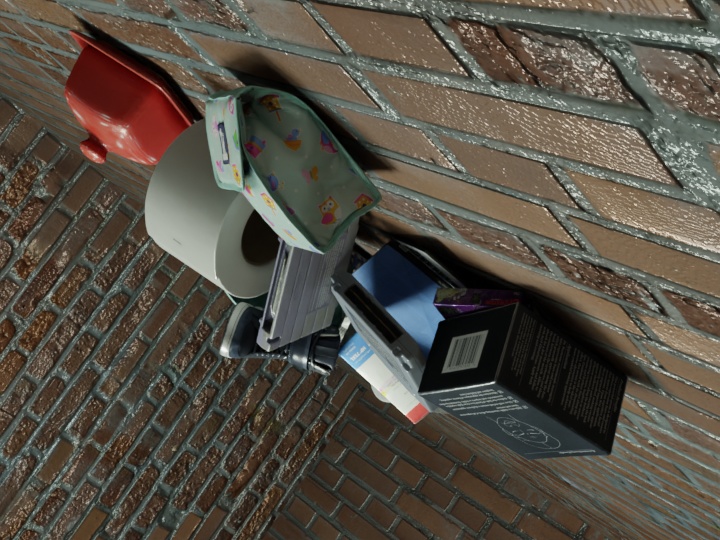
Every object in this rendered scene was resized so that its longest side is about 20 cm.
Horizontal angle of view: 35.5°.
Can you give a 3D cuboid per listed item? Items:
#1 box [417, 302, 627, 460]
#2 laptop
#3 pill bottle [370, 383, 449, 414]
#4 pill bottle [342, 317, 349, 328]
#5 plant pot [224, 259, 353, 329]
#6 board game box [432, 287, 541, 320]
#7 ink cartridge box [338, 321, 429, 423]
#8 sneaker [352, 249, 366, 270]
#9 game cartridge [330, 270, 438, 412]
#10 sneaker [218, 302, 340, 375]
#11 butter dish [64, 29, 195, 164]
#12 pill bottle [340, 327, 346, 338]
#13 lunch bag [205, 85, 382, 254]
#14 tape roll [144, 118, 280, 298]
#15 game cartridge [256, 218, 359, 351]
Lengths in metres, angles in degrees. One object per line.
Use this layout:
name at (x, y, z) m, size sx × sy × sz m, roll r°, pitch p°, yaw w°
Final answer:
box at (0.198, 0.140, 1.367) m, size 0.199 × 0.108 × 0.148 m, roll 33°, pitch 152°, yaw -26°
laptop at (0.090, 0.055, 1.504) m, size 0.187 × 0.116 × 0.200 m, roll 38°, pitch 178°, yaw -19°
pill bottle at (0.120, 0.174, 1.820) m, size 0.199 × 0.114 × 0.113 m, roll 10°, pitch -171°, yaw -37°
pill bottle at (-0.051, 0.022, 1.912) m, size 0.110 × 0.111 × 0.200 m, roll 29°, pitch 169°, yaw 40°
plant pot at (-0.092, -0.014, 1.662) m, size 0.199 × 0.135 × 0.201 m, roll 17°, pitch 143°, yaw 13°
board game box at (0.184, 0.083, 1.424) m, size 0.119 × 0.032 × 0.200 m, roll 6°, pitch 152°, yaw 34°
ink cartridge box at (0.068, 0.142, 1.658) m, size 0.200 × 0.067 × 0.116 m, roll 43°, pitch -155°, yaw -7°
sneaker at (0.000, 0.000, 1.795) m, size 0.088 × 0.076 × 0.200 m, roll -6°, pitch 139°, yaw 39°
game cartridge at (0.037, 0.094, 1.472) m, size 0.200 × 0.041 × 0.133 m, roll 46°, pitch 174°, yaw 44°
sneaker at (-0.106, 0.098, 1.570) m, size 0.145 × 0.078 × 0.202 m, roll 18°, pitch -173°, yaw 12°
butter dish at (-0.354, -0.224, 1.647) m, size 0.199 × 0.148 × 0.200 m, roll 32°, pitch 172°, yaw 21°
pill bottle at (-0.029, 0.085, 2.110) m, size 0.200 × 0.113 × 0.113 m, roll 37°, pitch 171°, yaw -12°
lunch bag at (-0.093, -0.123, 1.266) m, size 0.200 × 0.122 × 0.170 m, roll 47°, pitch 171°, yaw -16°
tape roll at (-0.162, -0.084, 1.470) m, size 0.139 × 0.203 × 0.203 m, roll 31°, pitch 171°, yaw 31°
game cartridge at (-0.067, 0.003, 1.484) m, size 0.038 × 0.201 × 0.129 m, roll 33°, pitch -145°, yaw 26°
